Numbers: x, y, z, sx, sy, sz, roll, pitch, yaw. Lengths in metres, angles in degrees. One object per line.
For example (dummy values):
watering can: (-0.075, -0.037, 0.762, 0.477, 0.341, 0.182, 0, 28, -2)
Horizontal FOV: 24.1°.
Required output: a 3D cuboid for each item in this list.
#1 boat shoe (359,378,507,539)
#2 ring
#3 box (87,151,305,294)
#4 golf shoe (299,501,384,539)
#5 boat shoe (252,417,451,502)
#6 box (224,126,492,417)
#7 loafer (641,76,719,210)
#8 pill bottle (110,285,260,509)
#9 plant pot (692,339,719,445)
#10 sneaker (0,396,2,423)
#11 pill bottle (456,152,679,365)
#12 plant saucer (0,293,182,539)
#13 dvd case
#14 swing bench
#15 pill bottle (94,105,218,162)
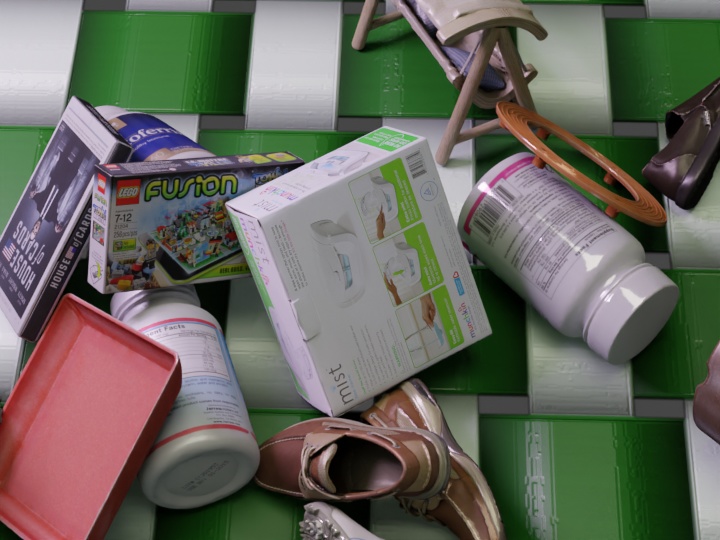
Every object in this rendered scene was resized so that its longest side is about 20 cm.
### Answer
boat shoe: (0.062, 0.186, 1.478, 0.073, 0.076, 0.200, -24, 49, -11)
ring: (0.211, -0.100, 1.630, 0.200, 0.200, 0.019, 41, 108, 25)
box: (-0.146, -0.045, 1.517, 0.199, 0.111, 0.035, -7, 24, -33)
golf shoe: (0.032, 0.266, 1.430, 0.097, 0.079, 0.200, -26, 62, -37)
boat shoe: (-0.020, 0.163, 1.444, 0.199, 0.072, 0.076, -8, 84, 35)
box: (0.000, 0.000, 1.520, 0.176, 0.201, 0.097, -27, 21, -16)
loafer: (0.345, -0.154, 1.707, 0.071, 0.073, 0.201, 25, 59, 15)
pill bottle: (-0.165, 0.103, 1.512, 0.108, 0.109, 0.201, -14, 54, -9)
plant pot: (0.408, 0.123, 1.451, 0.198, 0.201, 0.200, 34, 61, 32)
sneaker: (-0.372, 0.156, 1.483, 0.074, 0.079, 0.201, -24, 45, 32)
pill bottle: (0.195, -0.010, 1.583, 0.113, 0.114, 0.200, -35, 61, -22)
plant saucer: (-0.242, 0.139, 1.454, 0.199, 0.037, 0.201, 22, 83, 49)
dvd case: (-0.284, -0.051, 1.566, 0.201, 0.025, 0.150, -61, 32, 7)
swing bench: (0.088, -0.255, 1.705, 0.129, 0.201, 0.200, -23, 57, -15)
pill bottle: (-0.205, -0.085, 1.611, 0.115, 0.116, 0.200, -32, 36, -20)
